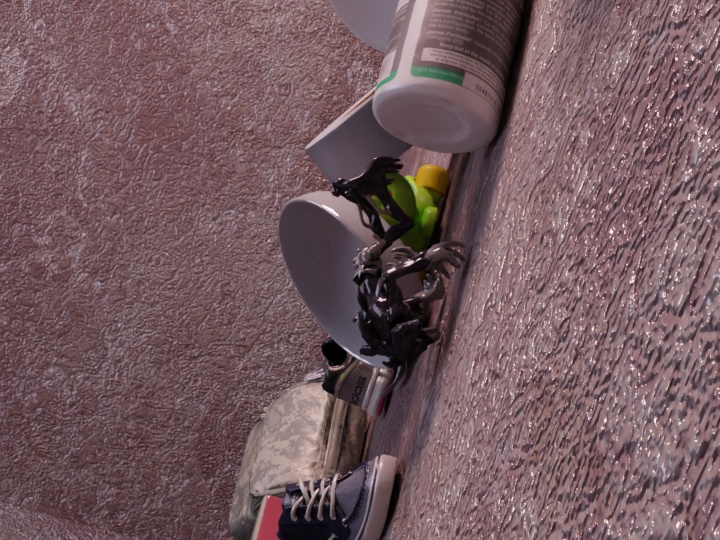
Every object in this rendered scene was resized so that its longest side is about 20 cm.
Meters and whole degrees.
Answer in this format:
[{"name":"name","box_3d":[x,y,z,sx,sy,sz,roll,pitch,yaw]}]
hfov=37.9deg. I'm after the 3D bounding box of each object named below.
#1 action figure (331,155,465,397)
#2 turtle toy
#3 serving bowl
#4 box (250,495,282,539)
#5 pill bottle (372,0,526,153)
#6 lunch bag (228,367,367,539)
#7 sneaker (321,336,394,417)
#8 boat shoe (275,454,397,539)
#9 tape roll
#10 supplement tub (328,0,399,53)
[{"name":"action figure","box_3d":[0.037,0.004,0.915,0.119,0.102,0.200,135,125,-68]},{"name":"turtle toy","box_3d":[0.035,-0.054,1.175,0.200,0.101,0.146,117,168,-76]},{"name":"serving bowl","box_3d":[0.000,0.000,1.087,0.066,0.200,0.200,-34,-18,-26]},{"name":"box","box_3d":[-0.084,0.370,1.141,0.128,0.109,0.200,109,175,-48]},{"name":"pill bottle","box_3d":[0.086,-0.216,0.936,0.113,0.113,0.200,114,171,-71]},{"name":"lunch bag","box_3d":[-0.065,0.241,1.310,0.168,0.139,0.200,-49,20,43]},{"name":"sneaker","box_3d":[0.000,0.082,1.248,0.200,0.087,0.074,-77,4,-47]},{"name":"boat shoe","box_3d":[-0.028,0.224,0.992,0.200,0.093,0.075,109,175,-53]},{"name":"tape roll","box_3d":[0.035,-0.171,1.143,0.200,0.066,0.200,-38,10,8]},{"name":"supplement tub","box_3d":[0.070,-0.335,1.086,0.200,0.145,0.145,-50,-7,-23]}]
